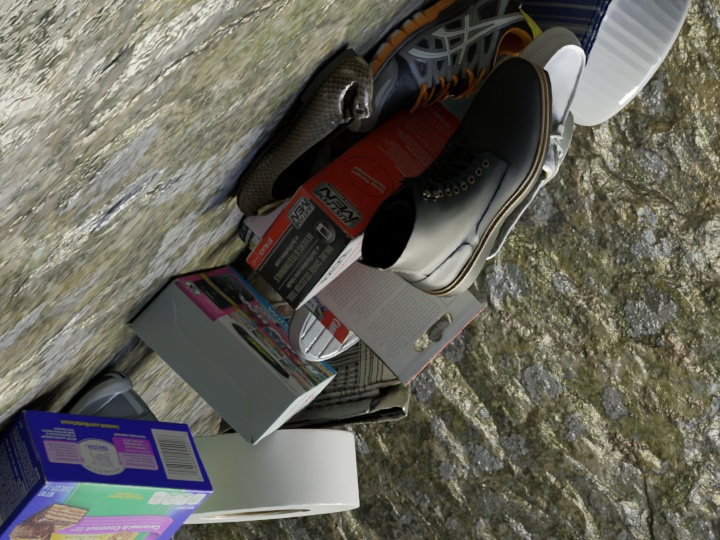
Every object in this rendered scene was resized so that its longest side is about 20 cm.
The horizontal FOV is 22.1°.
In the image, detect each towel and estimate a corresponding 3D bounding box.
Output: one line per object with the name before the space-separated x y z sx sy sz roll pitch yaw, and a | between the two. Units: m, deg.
towel | -0.039 0.085 1.804 0.190 0.035 0.201 -8 -145 9
towel | 0.174 -0.195 1.759 0.145 0.024 0.202 19 -94 62

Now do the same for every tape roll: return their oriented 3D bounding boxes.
tape roll | -0.101 0.194 1.727 0.200 0.072 0.203 -5 169 -1

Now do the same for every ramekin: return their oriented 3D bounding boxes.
ramekin | 0.240 -0.242 1.851 0.201 0.097 0.201 -52 -165 20

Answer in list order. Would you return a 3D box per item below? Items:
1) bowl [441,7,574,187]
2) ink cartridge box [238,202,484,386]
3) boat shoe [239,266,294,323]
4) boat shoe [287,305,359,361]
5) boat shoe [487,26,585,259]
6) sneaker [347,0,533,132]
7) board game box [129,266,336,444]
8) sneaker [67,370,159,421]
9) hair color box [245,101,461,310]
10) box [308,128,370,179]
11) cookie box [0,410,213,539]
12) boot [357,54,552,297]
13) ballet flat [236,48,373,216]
bowl | 0.125 -0.130 1.641 0.201 0.107 0.201 -55 -159 33
ink cartridge box | 0.000 0.000 1.611 0.109 0.200 0.050 -42 174 -19
boat shoe | -0.073 0.014 1.767 0.074 0.069 0.200 8 145 -26
boat shoe | -0.008 0.002 1.688 0.066 0.074 0.200 11 -128 48
boat shoe | 0.137 -0.099 1.514 0.070 0.069 0.201 17 104 -38
sneaker | 0.065 -0.169 1.489 0.200 0.077 0.078 -42 176 -26
board game box | -0.107 0.071 1.632 0.064 0.148 0.200 -46 176 7
sneaker | -0.249 0.196 1.655 0.200 0.116 0.075 -46 175 13
hair color box | 0.002 -0.059 1.491 0.200 0.061 0.102 -42 174 -49
box | 0.015 -0.137 1.554 0.200 0.039 0.041 -44 176 -17
cookie box | -0.250 0.210 1.548 0.170 0.076 0.200 9 135 -41
boot | 0.075 -0.078 1.426 0.138 0.077 0.202 13 97 -63
ballet flat | -0.039 -0.093 1.406 0.067 0.046 0.200 -40 173 -42
